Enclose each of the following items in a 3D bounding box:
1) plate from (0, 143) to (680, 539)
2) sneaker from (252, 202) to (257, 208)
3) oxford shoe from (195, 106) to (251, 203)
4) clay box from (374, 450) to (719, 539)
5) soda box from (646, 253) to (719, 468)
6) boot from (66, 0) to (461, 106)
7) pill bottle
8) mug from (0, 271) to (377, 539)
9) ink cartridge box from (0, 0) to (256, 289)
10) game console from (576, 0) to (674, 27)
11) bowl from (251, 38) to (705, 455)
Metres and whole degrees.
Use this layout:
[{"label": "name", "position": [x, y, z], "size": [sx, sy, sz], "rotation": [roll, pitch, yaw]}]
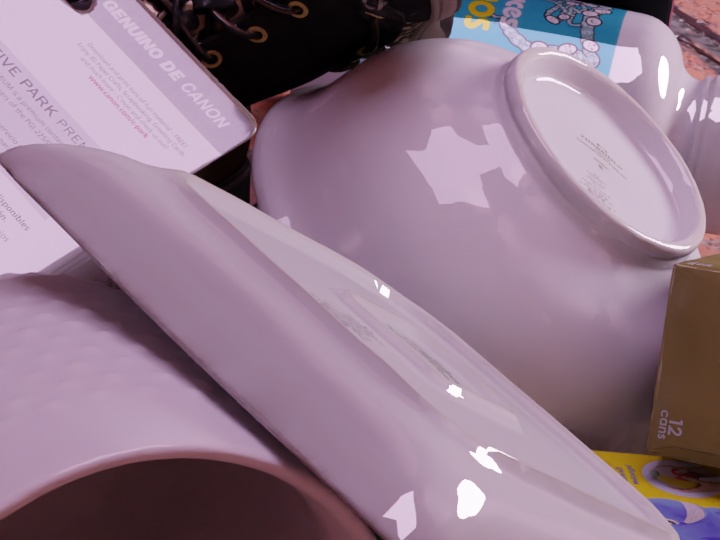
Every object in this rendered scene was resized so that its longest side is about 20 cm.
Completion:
[{"label": "plate", "position": [0.012, 0.036, 0.758], "size": [0.199, 0.032, 0.200], "rotation": [42, 8, 36]}, {"label": "sneaker", "position": [0.000, 0.000, 1.013], "size": [0.070, 0.091, 0.199], "rotation": [27, 30, 36]}, {"label": "oxford shoe", "position": [-0.106, -0.046, 1.090], "size": [0.072, 0.085, 0.200], "rotation": [18, 27, 16]}, {"label": "clay box", "position": [0.089, 0.106, 0.862], "size": [0.198, 0.048, 0.115], "rotation": [5, 24, -9]}, {"label": "soda box", "position": [0.161, 0.030, 0.960], "size": [0.064, 0.068, 0.200], "rotation": [10, 6, 19]}, {"label": "boot", "position": [-0.043, -0.104, 0.969], "size": [0.149, 0.074, 0.200], "rotation": [-19, -6, -1]}, {"label": "pill bottle", "position": [0.072, -0.070, 1.170], "size": [0.198, 0.112, 0.111], "rotation": [12, 24, 7]}, {"label": "mug", "position": [-0.062, 0.078, 0.753], "size": [0.198, 0.149, 0.175], "rotation": [-1, 22, -22]}, {"label": "ink cartridge box", "position": [-0.164, -0.051, 0.927], "size": [0.175, 0.084, 0.200], "rotation": [-34, 70, -28]}, {"label": "game console", "position": [0.047, -0.122, 1.228], "size": [0.198, 0.177, 0.031], "rotation": [11, 65, 7]}, {"label": "bowl", "position": [0.063, -0.018, 0.962], "size": [0.200, 0.090, 0.202], "rotation": [32, 31, -22]}]
